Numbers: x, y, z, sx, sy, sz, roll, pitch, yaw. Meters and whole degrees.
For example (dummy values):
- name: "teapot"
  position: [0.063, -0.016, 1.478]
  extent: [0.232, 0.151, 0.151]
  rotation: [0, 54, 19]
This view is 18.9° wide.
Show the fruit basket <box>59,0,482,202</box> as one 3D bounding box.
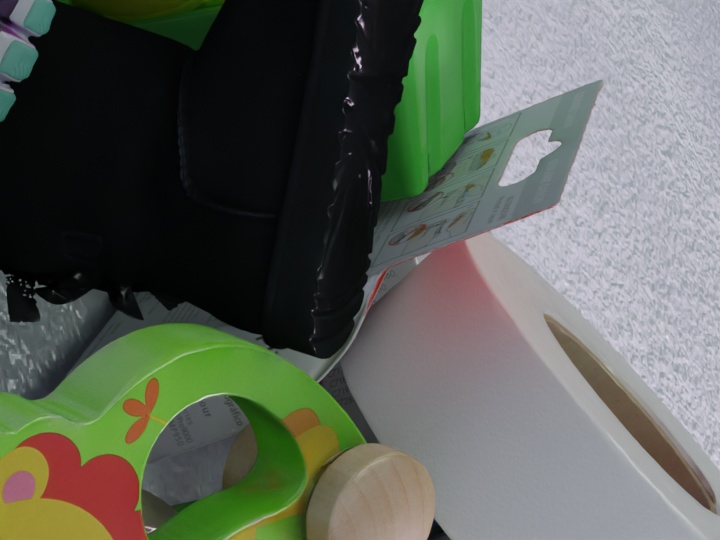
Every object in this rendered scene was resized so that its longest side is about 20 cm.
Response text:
- name: "fruit basket"
  position: [-0.063, -0.121, 0.829]
  extent: [0.216, 0.216, 0.156]
  rotation: [62, 27, -12]

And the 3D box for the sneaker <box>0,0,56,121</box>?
- name: "sneaker"
  position: [-0.156, -0.071, 0.680]
  extent: [0.088, 0.074, 0.200]
  rotation: [15, 91, -50]

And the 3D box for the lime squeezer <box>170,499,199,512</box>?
- name: "lime squeezer"
  position: [-0.042, 0.073, 0.924]
  extent: [0.071, 0.038, 0.200]
  rotation: [30, 35, -4]

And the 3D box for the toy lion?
- name: "toy lion"
  position: [-0.089, 0.100, 0.677]
  extent: [0.200, 0.069, 0.192]
  rotation: [-57, 133, -14]

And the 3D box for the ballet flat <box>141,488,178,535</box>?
- name: "ballet flat"
  position: [-0.131, 0.075, 0.721]
  extent: [0.200, 0.069, 0.070]
  rotation: [32, 44, -53]

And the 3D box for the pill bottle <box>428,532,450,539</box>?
- name: "pill bottle"
  position: [0.050, 0.167, 0.905]
  extent: [0.200, 0.112, 0.112]
  rotation: [-8, 77, -79]

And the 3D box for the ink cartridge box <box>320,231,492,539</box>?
- name: "ink cartridge box"
  position: [0.026, 0.031, 1.024]
  extent: [0.115, 0.068, 0.200]
  rotation: [20, 53, -63]

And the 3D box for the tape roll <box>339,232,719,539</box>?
- name: "tape roll"
  position: [0.083, 0.078, 0.856]
  extent: [0.202, 0.071, 0.202]
  rotation: [46, 9, -10]

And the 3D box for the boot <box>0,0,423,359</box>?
- name: "boot"
  position: [-0.068, -0.071, 0.736]
  extent: [0.073, 0.162, 0.198]
  rotation: [-25, 128, -69]

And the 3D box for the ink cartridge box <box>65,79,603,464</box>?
- name: "ink cartridge box"
  position: [0.000, 0.000, 0.837]
  extent: [0.163, 0.200, 0.057]
  rotation: [-61, 134, -66]
